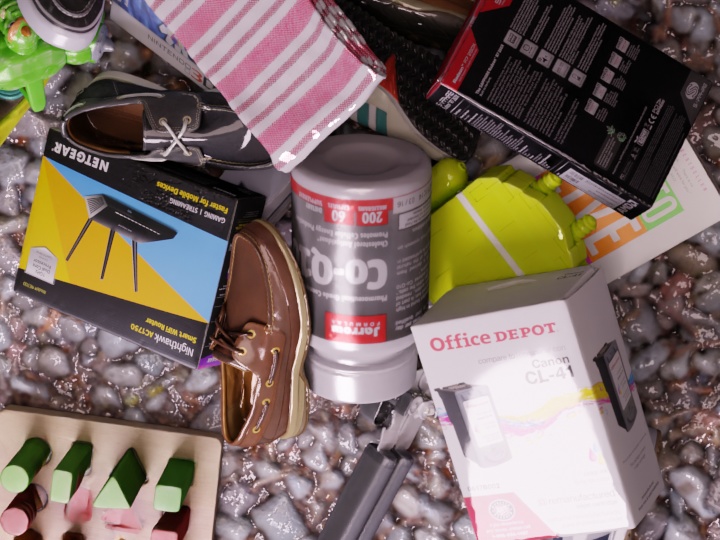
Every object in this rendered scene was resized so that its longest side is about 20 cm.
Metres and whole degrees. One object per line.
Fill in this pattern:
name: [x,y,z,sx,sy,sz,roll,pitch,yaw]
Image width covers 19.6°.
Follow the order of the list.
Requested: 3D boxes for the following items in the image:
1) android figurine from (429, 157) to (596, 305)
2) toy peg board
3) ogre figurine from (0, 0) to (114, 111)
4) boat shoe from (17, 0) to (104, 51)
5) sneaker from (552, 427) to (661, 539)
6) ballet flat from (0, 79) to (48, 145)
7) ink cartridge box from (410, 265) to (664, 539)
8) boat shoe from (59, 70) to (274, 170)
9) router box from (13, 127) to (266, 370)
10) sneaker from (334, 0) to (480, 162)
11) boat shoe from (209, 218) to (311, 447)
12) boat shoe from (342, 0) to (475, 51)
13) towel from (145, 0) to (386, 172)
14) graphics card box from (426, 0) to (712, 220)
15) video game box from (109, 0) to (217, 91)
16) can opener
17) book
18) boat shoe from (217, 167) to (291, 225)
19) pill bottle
android figurine: [0.108,-0.009,1.723,0.182,0.041,0.200,51,125,0]
toy peg board: [-0.233,0.236,1.811,0.200,0.098,0.199,8,102,3]
ogre figurine: [-0.284,-0.198,1.692,0.120,0.200,0.098,56,140,31]
boat shoe: [-0.225,-0.262,1.660,0.074,0.200,0.068,21,135,-19]
sneaker: [0.176,0.213,1.787,0.108,0.070,0.200,18,98,-2]
ballet flat: [-0.313,-0.136,1.748,0.067,0.067,0.200,29,68,6]
ink cartridge box: [0.143,0.111,1.677,0.147,0.086,0.200,-11,106,30]
boat shoe: [-0.147,-0.110,1.677,0.200,0.068,0.072,12,120,23]
router box: [-0.186,-0.021,1.737,0.200,0.051,0.149,21,105,27]
sneaker: [0.010,-0.154,1.731,0.200,0.093,0.070,33,67,-26]
boat shoe: [-0.084,0.057,1.680,0.068,0.072,0.200,-20,123,-31]
boat shoe: [0.031,-0.238,1.703,0.200,0.076,0.074,18,77,-9]
towel: [-0.081,-0.183,1.577,0.200,0.030,0.146,52,136,4]
graphics card box: [0.166,-0.144,1.656,0.200,0.051,0.126,29,72,-6]
video game box: [-0.113,-0.231,1.648,0.182,0.047,0.200,35,141,17]
can opener: [0.013,0.163,1.807,0.066,0.053,0.200,30,103,33]
book: [0.190,-0.057,1.746,0.200,0.048,0.134,-31,97,13]
boat shoe: [-0.102,-0.046,1.755,0.200,0.065,0.074,-37,74,29]
pill bottle: [0.000,0.000,1.695,0.114,0.114,0.200,2,116,4]
